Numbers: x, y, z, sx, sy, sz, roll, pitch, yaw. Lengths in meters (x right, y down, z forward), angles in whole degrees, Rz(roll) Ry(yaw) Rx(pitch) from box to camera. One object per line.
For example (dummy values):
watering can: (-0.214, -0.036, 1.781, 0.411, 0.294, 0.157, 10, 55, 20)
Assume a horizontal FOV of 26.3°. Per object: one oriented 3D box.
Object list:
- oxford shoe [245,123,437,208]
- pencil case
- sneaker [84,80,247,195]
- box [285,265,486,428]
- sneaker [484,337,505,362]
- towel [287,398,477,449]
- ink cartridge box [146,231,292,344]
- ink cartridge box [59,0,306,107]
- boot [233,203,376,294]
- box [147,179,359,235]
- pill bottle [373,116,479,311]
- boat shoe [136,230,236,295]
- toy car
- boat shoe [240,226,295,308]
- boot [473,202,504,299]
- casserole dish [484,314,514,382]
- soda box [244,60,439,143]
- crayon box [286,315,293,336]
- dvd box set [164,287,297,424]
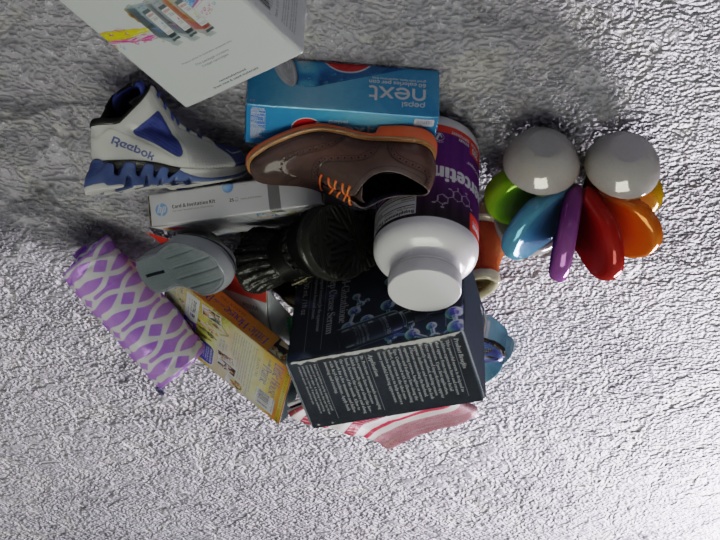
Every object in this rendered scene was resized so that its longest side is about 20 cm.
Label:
oxford shoe: (-0.021, -0.104, 1.576, 0.199, 0.073, 0.071, -4, 145, 9)
pencil case: (-0.273, 0.050, 1.868, 0.084, 0.086, 0.200, -38, 99, 0)
sneaker: (-0.210, -0.144, 1.640, 0.080, 0.116, 0.199, -5, -178, 45)
box: (0.031, 0.073, 1.697, 0.199, 0.149, 0.107, -11, 127, 11)
sneaker: (0.086, 0.128, 1.898, 0.200, 0.079, 0.075, -16, 173, 18)
towel: (0.027, 0.169, 1.850, 0.144, 0.023, 0.200, -25, 149, 33)
ink cartridge box: (-0.166, 0.038, 1.880, 0.162, 0.050, 0.200, 18, 162, 36)
ink cartridge box: (-0.162, -0.277, 1.384, 0.144, 0.146, 0.200, -19, 140, 29)
boot: (-0.073, -0.020, 1.651, 0.157, 0.080, 0.211, -8, 177, 20)
box: (-0.116, -0.072, 1.724, 0.199, 0.041, 0.156, -8, 175, 15)
pill bottle: (0.071, -0.060, 1.644, 0.112, 0.200, 0.113, 2, 145, 1)
boat shoe: (-0.184, -0.019, 1.716, 0.200, 0.067, 0.074, 0, 123, 56)
toy car: (0.235, -0.056, 1.687, 0.199, 0.150, 0.175, 3, 147, -1)
boat shoe: (-0.073, 0.014, 1.877, 0.076, 0.074, 0.200, -26, 140, 36)
boot: (0.090, 0.003, 1.826, 0.075, 0.108, 0.200, 23, 145, -37)
casserole dish: (0.100, 0.109, 1.982, 0.200, 0.121, 0.039, -14, 124, 24)
soda box: (-0.019, -0.171, 1.603, 0.199, 0.068, 0.064, 4, 145, -3)
crayon box: (0.009, 0.075, 1.905, 0.119, 0.058, 0.200, -15, 171, 24)
dvd box set: (-0.158, 0.088, 1.875, 0.200, 0.029, 0.146, 37, 150, 13)
